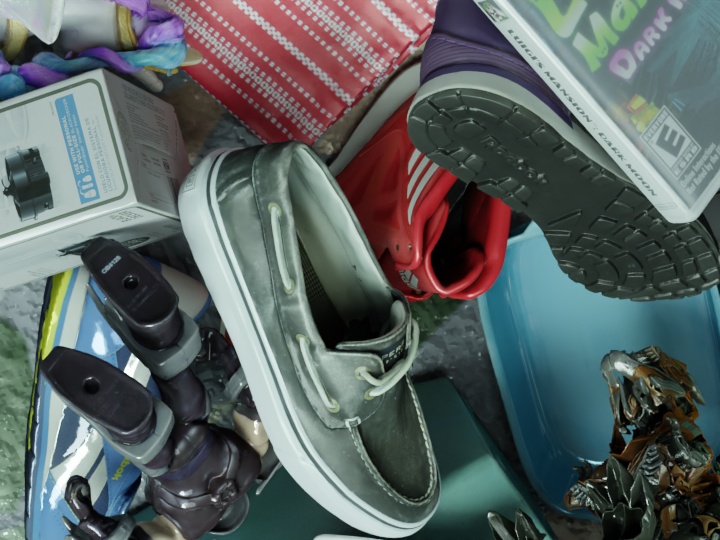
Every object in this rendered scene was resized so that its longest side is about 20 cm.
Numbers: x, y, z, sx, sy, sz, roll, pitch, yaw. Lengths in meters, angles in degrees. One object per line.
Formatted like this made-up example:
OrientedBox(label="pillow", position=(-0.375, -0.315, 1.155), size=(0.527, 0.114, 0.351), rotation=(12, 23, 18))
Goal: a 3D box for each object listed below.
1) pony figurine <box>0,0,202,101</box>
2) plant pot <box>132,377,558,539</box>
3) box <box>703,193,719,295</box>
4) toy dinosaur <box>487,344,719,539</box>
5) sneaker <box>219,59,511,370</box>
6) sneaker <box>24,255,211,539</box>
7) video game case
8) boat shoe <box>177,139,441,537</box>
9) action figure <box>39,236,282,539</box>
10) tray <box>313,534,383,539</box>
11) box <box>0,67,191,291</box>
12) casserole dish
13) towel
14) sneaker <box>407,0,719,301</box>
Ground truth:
OrientedBox(label="pony figurine", position=(-0.168, -0.142, 0.879), size=(0.198, 0.168, 0.194), rotation=(-1, 140, -3))
OrientedBox(label="plant pot", position=(-0.003, 0.160, 1.057), size=(0.199, 0.141, 0.142), rotation=(-34, 117, 3))
OrientedBox(label="box", position=(0.291, 0.051, 1.021), size=(0.198, 0.172, 0.200), rotation=(-19, 118, 3))
OrientedBox(label="toy dinosaur", position=(0.145, 0.130, 0.964), size=(0.135, 0.201, 0.102), rotation=(7, 132, -41))
OrientedBox(label="sneaker", position=(0.000, 0.000, 0.982), size=(0.078, 0.116, 0.201), rotation=(25, 110, -20))
OrientedBox(label="sneaker", position=(-0.124, 0.082, 1.033), size=(0.081, 0.074, 0.202), rotation=(6, 118, -14))
OrientedBox(label="video game case", position=(0.136, -0.154, 0.886), size=(0.182, 0.023, 0.200), rotation=(45, 71, -19))
OrientedBox(label="boat shoe", position=(-0.010, 0.034, 0.924), size=(0.071, 0.072, 0.201), rotation=(-12, 116, 43))
OrientedBox(label="action figure", position=(-0.087, 0.072, 0.956), size=(0.069, 0.131, 0.200), rotation=(24, 157, 22))
OrientedBox(label="tray", position=(0.001, 0.216, 0.996), size=(0.106, 0.022, 0.202), rotation=(8, 107, -21))
OrientedBox(label="box", position=(-0.181, -0.023, 0.926), size=(0.198, 0.117, 0.061), rotation=(-18, 83, 10))
OrientedBox(label="casserole dish", position=(0.130, 0.044, 1.054), size=(0.120, 0.039, 0.201), rotation=(-7, 121, 18))
OrientedBox(label="towel", position=(-0.011, -0.156, 0.953), size=(0.200, 0.023, 0.144), rotation=(-42, 115, 14))
OrientedBox(label="sneaker", position=(0.103, -0.061, 0.931), size=(0.075, 0.088, 0.200), rotation=(-14, 143, 36))
